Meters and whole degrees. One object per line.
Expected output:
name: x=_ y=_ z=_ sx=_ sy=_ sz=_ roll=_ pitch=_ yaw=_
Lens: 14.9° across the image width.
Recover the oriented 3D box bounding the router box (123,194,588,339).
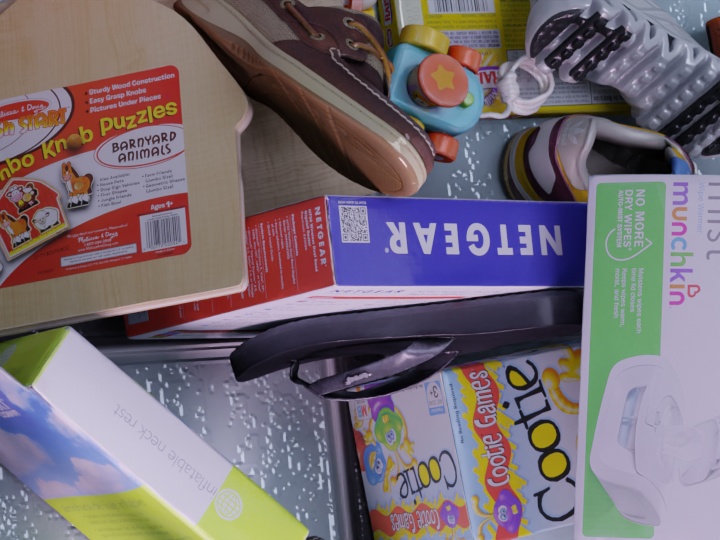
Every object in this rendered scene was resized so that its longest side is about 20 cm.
router box: x=0.000 y=0.000 z=1.505 sx=0.199 sy=0.179 sz=0.049 roll=0 pitch=80 yaw=-42

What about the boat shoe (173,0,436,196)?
boat shoe: x=-0.017 y=-0.110 z=1.439 sx=0.072 sy=0.200 sz=0.072 roll=-41 pitch=135 yaw=-12

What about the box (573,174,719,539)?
box: x=0.180 y=0.063 z=1.497 sx=0.176 sy=0.096 sz=0.201 roll=35 pitch=57 yaw=-71

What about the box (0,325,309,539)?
box: x=-0.136 y=0.099 z=1.452 sx=0.200 sy=0.122 sz=0.048 roll=43 pitch=63 yaw=-20

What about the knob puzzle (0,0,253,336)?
knob puzzle: x=-0.149 y=-0.065 z=1.464 sx=0.030 sy=0.219 sz=0.221 roll=51 pitch=49 yaw=-65

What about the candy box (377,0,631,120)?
candy box: x=0.101 y=-0.145 z=1.702 sx=0.199 sy=0.026 sz=0.103 roll=-3 pitch=87 yaw=-33

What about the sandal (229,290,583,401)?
sandal: x=0.024 y=0.045 z=1.499 sx=0.199 sy=0.076 sz=0.043 roll=-8 pitch=82 yaw=10

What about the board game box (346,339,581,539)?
board game box: x=0.108 y=0.098 z=1.620 sx=0.199 sy=0.105 sz=0.104 roll=-10 pitch=88 yaw=-34

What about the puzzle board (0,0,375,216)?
puzzle board: x=-0.099 y=-0.094 z=1.518 sx=0.199 sy=0.017 sz=0.151 roll=-14 pitch=96 yaw=-5

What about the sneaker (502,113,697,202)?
sneaker: x=0.187 y=-0.037 z=1.701 sx=0.199 sy=0.090 sz=0.075 roll=22 pitch=71 yaw=-28

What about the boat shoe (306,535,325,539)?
boat shoe: x=0.012 y=0.239 z=1.559 sx=0.072 sy=0.068 sz=0.200 roll=-40 pitch=105 yaw=-32

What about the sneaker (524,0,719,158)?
sneaker: x=0.177 y=-0.136 z=1.694 sx=0.200 sy=0.075 sz=0.081 roll=31 pitch=34 yaw=-37

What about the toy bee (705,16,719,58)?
toy bee: x=0.319 y=-0.150 z=1.812 sx=0.199 sy=0.109 sz=0.132 roll=11 pitch=84 yaw=-5

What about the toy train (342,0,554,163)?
toy train: x=0.037 y=-0.166 z=1.618 sx=0.150 sy=0.056 sz=0.200 roll=-34 pitch=95 yaw=-21
